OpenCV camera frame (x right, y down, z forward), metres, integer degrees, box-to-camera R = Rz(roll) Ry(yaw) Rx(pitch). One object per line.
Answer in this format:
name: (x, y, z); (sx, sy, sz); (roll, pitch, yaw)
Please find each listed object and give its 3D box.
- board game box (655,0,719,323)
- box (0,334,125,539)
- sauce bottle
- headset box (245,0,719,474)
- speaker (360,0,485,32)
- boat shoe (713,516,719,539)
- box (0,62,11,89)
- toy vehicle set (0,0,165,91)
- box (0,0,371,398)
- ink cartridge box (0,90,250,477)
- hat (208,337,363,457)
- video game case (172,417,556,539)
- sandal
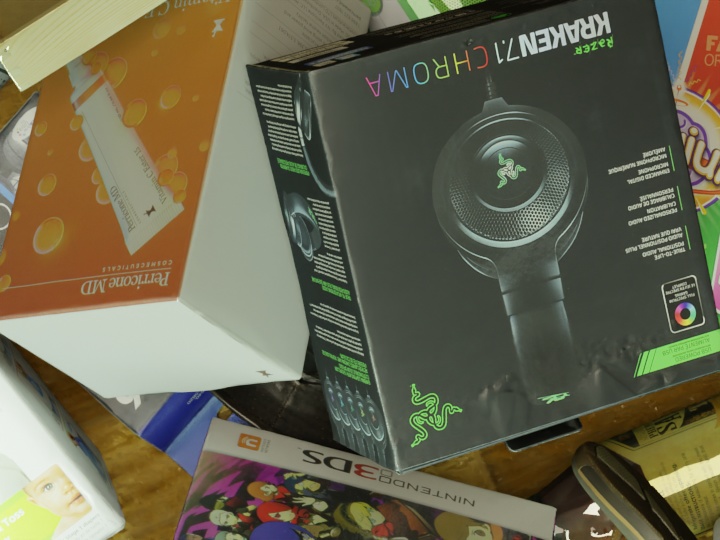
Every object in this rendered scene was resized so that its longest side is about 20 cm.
board game box: (0.142, -0.052, 1.437); (0.152, 0.040, 0.201); (1, 96, -28)
box: (-0.222, 0.067, 1.419); (0.112, 0.101, 0.200); (-36, 111, 0)
sauce bottle: (0.150, 0.109, 1.464); (0.199, 0.066, 0.066); (-21, 89, -1)
headset box: (0.060, -0.018, 1.329); (0.173, 0.093, 0.201); (-15, 101, -17)
speaker: (0.019, -0.172, 1.458); (0.088, 0.088, 0.201); (-33, 89, 0)
boat shoe: (0.229, 0.166, 1.360); (0.086, 0.202, 0.075); (-34, 118, 12)
box: (-0.289, -0.119, 1.473); (0.200, 0.060, 0.117); (38, 91, 0)
toy vehicle set: (-0.136, -0.168, 1.410); (0.124, 0.200, 0.027); (-32, 120, 2)
box: (-0.085, -0.052, 1.386); (0.124, 0.097, 0.201); (-7, 62, 36)
ink cartridge box: (-0.124, 0.010, 1.482); (0.200, 0.039, 0.100); (41, 89, 0)
hat: (0.000, 0.000, 1.435); (0.199, 0.081, 0.202); (3, 75, -11)
video game case: (-0.005, 0.161, 1.352); (0.180, 0.200, 0.036); (15, 125, 1)
sandal: (0.156, 0.174, 1.399); (0.054, 0.082, 0.201); (-33, 94, 9)
